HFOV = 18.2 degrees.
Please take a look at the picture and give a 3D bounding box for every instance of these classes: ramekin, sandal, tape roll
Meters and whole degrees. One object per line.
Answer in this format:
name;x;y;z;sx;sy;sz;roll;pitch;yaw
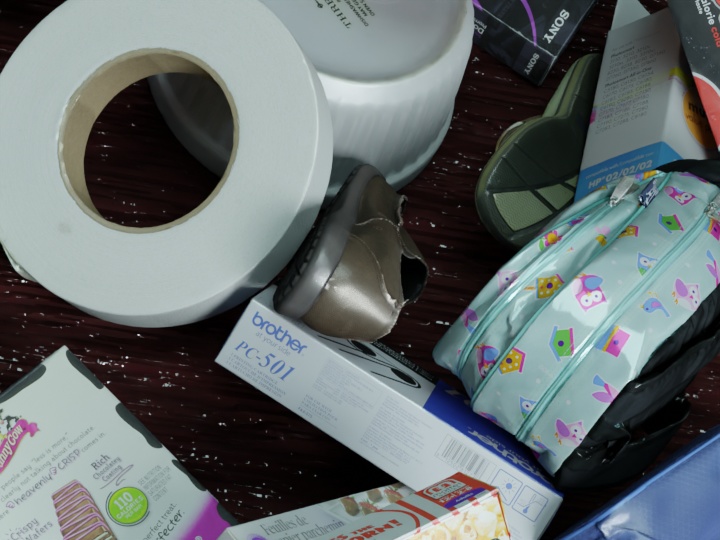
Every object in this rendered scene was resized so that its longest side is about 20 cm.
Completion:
ramekin;-0.025;-0.148;1.365;0.199;0.105;0.201;10;56;-14
sandal;0.119;-0.067;1.401;0.080;0.057;0.201;61;35;-14
tape roll;-0.115;-0.068;1.256;0.201;0.037;0.204;-3;77;13

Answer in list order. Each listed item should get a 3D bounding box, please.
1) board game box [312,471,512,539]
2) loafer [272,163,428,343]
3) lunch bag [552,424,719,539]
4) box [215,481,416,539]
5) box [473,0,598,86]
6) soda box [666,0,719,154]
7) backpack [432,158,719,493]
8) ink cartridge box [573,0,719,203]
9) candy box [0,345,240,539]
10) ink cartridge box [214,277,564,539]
board game box;0.021;0.220;1.079;0.151;0.046;0.201;-22;105;-21
loafer;0.000;0.000;1.263;0.071;0.073;0.200;35;20;-3
lunch bag;0.196;0.166;1.229;0.199;0.136;0.133;-29;82;-30
box;-0.015;0.145;1.165;0.039;0.041;0.200;48;23;19
box;0.073;-0.228;1.495;0.199;0.036;0.143;34;54;1
soda box;0.243;-0.106;1.343;0.063;0.070;0.201;-18;88;-68
backpack;0.135;0.031;1.239;0.126;0.167;0.200;36;39;15
ink cartridge box;0.205;-0.085;1.408;0.115;0.068;0.201;41;47;-32
candy box;-0.138;0.156;1.158;0.200;0.061;0.136;45;54;9
ink cartridge box;0.021;0.079;1.244;0.199;0.044;0.094;33;10;3
